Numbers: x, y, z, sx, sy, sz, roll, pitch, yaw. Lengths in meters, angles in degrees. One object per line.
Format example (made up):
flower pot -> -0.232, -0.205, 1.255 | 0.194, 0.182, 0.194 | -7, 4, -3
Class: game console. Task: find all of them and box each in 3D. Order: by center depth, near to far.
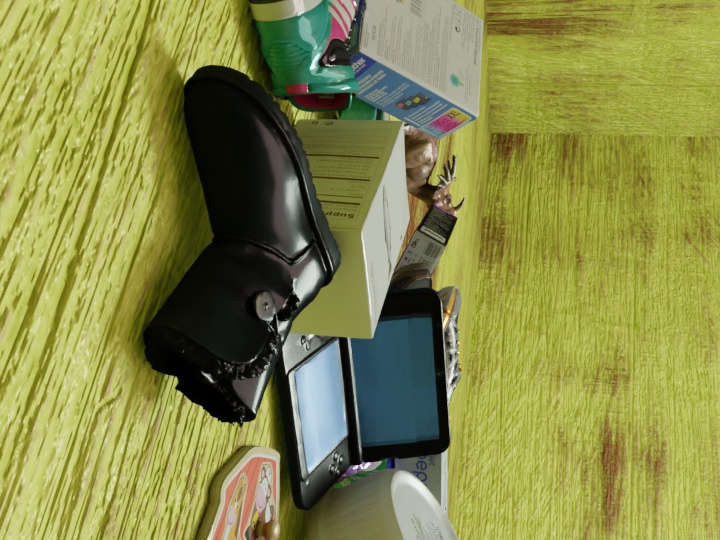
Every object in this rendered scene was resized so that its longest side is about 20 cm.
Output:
game console -> 0.007, 0.134, 0.838 | 0.170, 0.117, 0.204 | -33, 121, -56

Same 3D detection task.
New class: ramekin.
ramekin -> 0.039, 0.322, 0.893 | 0.201, 0.104, 0.201 | 50, 16, -20

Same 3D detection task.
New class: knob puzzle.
knob puzzle -> -0.096, 0.248, 0.707 | 0.219, 0.030, 0.224 | 3, 90, -77

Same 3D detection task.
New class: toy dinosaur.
toy dinosaur -> 0.086, -0.164, 1.172 | 0.201, 0.133, 0.087 | 74, 23, -54

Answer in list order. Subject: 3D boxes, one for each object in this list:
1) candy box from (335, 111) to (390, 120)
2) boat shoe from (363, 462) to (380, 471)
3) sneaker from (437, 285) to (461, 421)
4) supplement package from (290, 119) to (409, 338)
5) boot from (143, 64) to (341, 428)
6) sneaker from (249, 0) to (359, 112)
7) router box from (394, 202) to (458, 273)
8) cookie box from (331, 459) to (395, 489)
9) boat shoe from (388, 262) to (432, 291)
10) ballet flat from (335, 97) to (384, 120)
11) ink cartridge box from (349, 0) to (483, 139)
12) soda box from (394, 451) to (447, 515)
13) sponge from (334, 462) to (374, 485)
candy box -> 0.010, -0.108, 1.018 | 0.201, 0.060, 0.138 | 68, 27, -61
boat shoe -> -0.011, 0.154, 1.009 | 0.056, 0.068, 0.204 | -158, -121, -67
sneaker -> 0.103, 0.118, 1.073 | 0.078, 0.076, 0.203 | -13, -125, 60
supplement package -> -0.027, -0.047, 0.749 | 0.201, 0.115, 0.118 | -70, 159, -51
boot -> -0.093, -0.014, 0.546 | 0.169, 0.075, 0.202 | -60, 137, -41
sneaker -> -0.034, -0.213, 0.745 | 0.200, 0.082, 0.123 | -53, 140, -54
router box -> 0.069, 0.016, 1.154 | 0.202, 0.051, 0.149 | -63, 176, 22
cookie box -> 0.024, 0.281, 1.140 | 0.202, 0.074, 0.173 | -74, 162, -45
boat shoe -> 0.059, 0.076, 0.987 | 0.074, 0.073, 0.202 | 55, -31, 36
ballet flat -> 0.001, -0.231, 0.929 | 0.068, 0.069, 0.203 | 91, 5, -63
ink cartridge box -> 0.037, -0.250, 0.865 | 0.198, 0.076, 0.139 | 22, 63, -32
soda box -> 0.084, 0.306, 1.095 | 0.063, 0.067, 0.204 | -50, 142, -68
sponge -> -0.020, 0.146, 0.930 | 0.111, 0.029, 0.204 | -7, 101, -53
